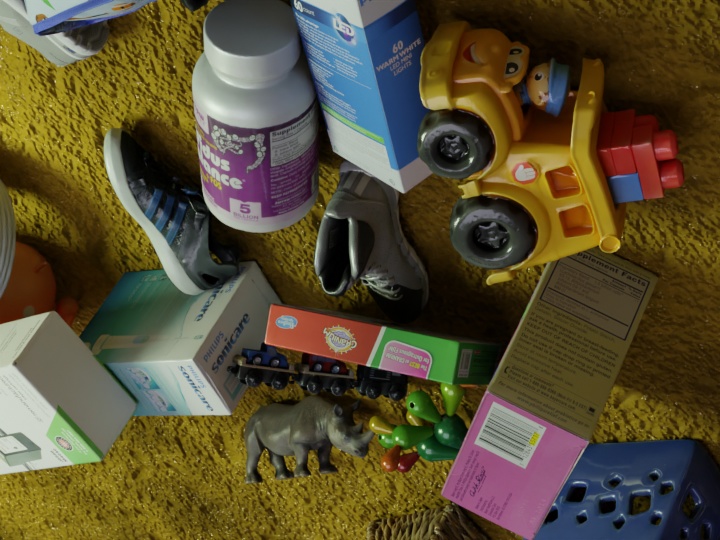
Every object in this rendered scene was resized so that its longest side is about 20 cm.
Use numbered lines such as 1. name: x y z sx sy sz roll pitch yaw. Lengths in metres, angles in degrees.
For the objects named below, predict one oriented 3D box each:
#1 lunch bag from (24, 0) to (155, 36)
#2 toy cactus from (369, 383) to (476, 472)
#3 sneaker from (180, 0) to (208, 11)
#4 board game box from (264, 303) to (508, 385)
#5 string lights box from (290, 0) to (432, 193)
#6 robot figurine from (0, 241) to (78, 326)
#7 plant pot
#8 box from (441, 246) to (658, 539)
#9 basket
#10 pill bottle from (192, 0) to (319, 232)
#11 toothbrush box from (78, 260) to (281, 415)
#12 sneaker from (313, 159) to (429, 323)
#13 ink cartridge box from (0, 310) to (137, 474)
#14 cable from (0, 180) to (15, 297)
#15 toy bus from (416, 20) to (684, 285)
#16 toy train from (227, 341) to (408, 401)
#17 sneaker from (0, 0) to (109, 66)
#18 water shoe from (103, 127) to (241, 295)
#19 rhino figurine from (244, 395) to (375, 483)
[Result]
1. lunch bag: -0.218 -0.288 1.234 0.199 0.123 0.171 -9 98 47
2. toy cactus: 0.109 0.184 1.608 0.199 0.103 0.165 -26 126 38
3. sneaker: -0.093 -0.267 1.253 0.199 0.070 0.078 -6 116 49
4. board game box: 0.030 0.072 1.495 0.199 0.041 0.153 11 180 26
5. string lights box: 0.005 -0.172 1.275 0.103 0.059 0.201 34 150 41
6. robot figurine: -0.414 0.043 1.772 0.144 0.117 0.200 39 142 9
7. plant pot: 0.271 0.302 1.544 0.199 0.180 0.201 -10 126 40
8. box: 0.168 0.103 1.379 0.096 0.201 0.176 26 142 7
9. basket: 0.090 0.391 1.789 0.148 0.143 0.200 -21 119 44
10. pill bottle: -0.092 -0.139 1.363 0.112 0.113 0.201 18 140 16
11. toothbrush box: -0.196 0.074 1.637 0.199 0.147 0.086 -6 129 37
12. sneaker: 0.000 0.000 1.448 0.075 0.116 0.201 6 135 29
13. ink cartridge box: -0.357 0.133 1.620 0.199 0.084 0.146 -14 125 41
14. cable: -0.455 -0.027 1.668 0.200 0.069 0.201 38 107 34
15. toy bus: 0.155 -0.106 1.232 0.191 0.136 0.201 -9 125 23
16. toy train: -0.041 0.103 1.581 0.198 0.046 0.034 7 -178 -24
17. sneaker: -0.330 -0.258 1.422 0.200 0.075 0.082 45 138 -17
18. water shoe: -0.186 -0.069 1.555 0.078 0.072 0.201 -20 121 13
19. rhino figurine: -0.057 0.185 1.720 0.199 0.060 0.088 -15 80 42
